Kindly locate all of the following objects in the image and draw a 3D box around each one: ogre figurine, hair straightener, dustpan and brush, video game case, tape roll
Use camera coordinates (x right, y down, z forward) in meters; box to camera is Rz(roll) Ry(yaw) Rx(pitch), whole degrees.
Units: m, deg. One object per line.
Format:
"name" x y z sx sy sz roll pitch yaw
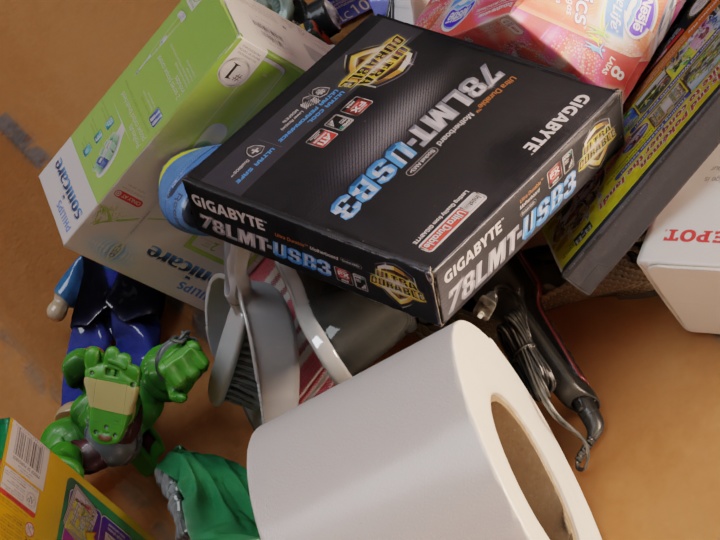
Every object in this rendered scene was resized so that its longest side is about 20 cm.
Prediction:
"ogre figurine" -0.179 0.104 1.337 0.098 0.120 0.201 36 101 5
"hair straightener" 0.092 0.037 1.229 0.041 0.077 0.201 -37 68 31
"dustpan and brush" -0.077 0.033 1.303 0.057 0.201 0.140 -2 37 -25
"video game case" 0.183 -0.098 1.241 0.200 0.025 0.181 -51 18 15
"tape roll" 0.044 0.148 1.114 0.138 0.203 0.204 -29 45 13

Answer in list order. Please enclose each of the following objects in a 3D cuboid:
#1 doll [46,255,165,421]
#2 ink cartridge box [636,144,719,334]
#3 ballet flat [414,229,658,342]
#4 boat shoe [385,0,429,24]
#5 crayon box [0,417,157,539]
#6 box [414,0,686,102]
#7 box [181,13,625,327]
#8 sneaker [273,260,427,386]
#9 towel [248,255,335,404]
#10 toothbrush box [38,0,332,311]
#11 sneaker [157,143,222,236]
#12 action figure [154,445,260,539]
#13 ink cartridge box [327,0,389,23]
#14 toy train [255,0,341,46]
"doll" -0.178 0.028 1.475 0.135 0.049 0.201 -10 52 15
"ink cartridge box" 0.275 -0.060 1.198 0.145 0.084 0.201 4 59 38
"ballet flat" 0.117 0.005 1.287 0.199 0.046 0.068 -13 49 27
"boat shoe" 0.029 -0.136 1.448 0.067 0.072 0.201 -17 57 24
"crayon box" -0.197 0.197 1.245 0.058 0.200 0.120 -14 49 25
"box" 0.118 -0.164 1.322 0.095 0.102 0.200 -57 17 -13
"box" 0.028 -0.068 1.199 0.198 0.050 0.200 21 50 36
"sneaker" 0.000 0.000 1.290 0.099 0.071 0.200 -30 27 1
"towel" -0.036 -0.001 1.396 0.147 0.030 0.200 -51 41 13
"toothbrush box" -0.107 -0.086 1.383 0.200 0.145 0.086 -46 43 19
"sneaker" -0.037 -0.064 1.310 0.198 0.066 0.078 -16 21 -12
"action figure" -0.087 0.158 1.284 0.200 0.117 0.055 31 107 61
"ink cartridge box" 0.014 -0.291 1.572 0.136 0.076 0.201 -24 45 18
"toy train" -0.097 -0.137 1.532 0.199 0.085 0.115 -26 57 13
